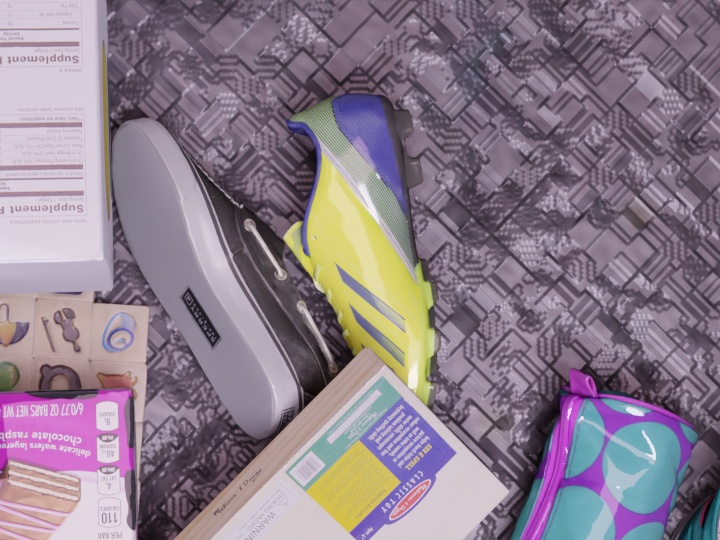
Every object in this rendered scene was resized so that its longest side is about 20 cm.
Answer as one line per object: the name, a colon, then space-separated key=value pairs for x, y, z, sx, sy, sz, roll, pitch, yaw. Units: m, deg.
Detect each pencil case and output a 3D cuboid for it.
pencil case: x=0.116 y=0.164 z=1.336 sx=0.092 sy=0.085 sz=0.201 roll=27 pitch=83 yaw=-30

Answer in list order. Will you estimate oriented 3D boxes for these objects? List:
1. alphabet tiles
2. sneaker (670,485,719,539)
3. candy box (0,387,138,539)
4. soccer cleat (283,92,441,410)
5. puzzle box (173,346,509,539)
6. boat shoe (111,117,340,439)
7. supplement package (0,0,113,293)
alphabet tiles: x=-0.207 y=0.082 z=1.360 sx=0.165 sy=0.006 sz=0.202 roll=3 pitch=85 yaw=-4
sneaker: x=0.259 y=0.110 z=1.333 sx=0.084 sy=0.121 sz=0.200 roll=44 pitch=84 yaw=0
candy box: x=-0.190 y=0.168 z=1.320 sx=0.135 sy=0.061 sz=0.202 roll=-2 pitch=86 yaw=-4
soccer cleat: x=0.000 y=0.000 z=1.351 sx=0.083 sy=0.065 sz=0.202 roll=-8 pitch=87 yaw=-3
puzzle box: x=-0.024 y=0.152 z=1.312 sx=0.200 sy=0.025 sz=0.133 roll=-44 pitch=127 yaw=-1
boat shoe: x=-0.077 y=0.000 z=1.350 sx=0.063 sy=0.071 sz=0.201 roll=-20 pitch=78 yaw=-37
supplement package: x=-0.213 y=-0.094 z=1.296 sx=0.149 sy=0.152 sz=0.202 roll=-1 pitch=84 yaw=-5
